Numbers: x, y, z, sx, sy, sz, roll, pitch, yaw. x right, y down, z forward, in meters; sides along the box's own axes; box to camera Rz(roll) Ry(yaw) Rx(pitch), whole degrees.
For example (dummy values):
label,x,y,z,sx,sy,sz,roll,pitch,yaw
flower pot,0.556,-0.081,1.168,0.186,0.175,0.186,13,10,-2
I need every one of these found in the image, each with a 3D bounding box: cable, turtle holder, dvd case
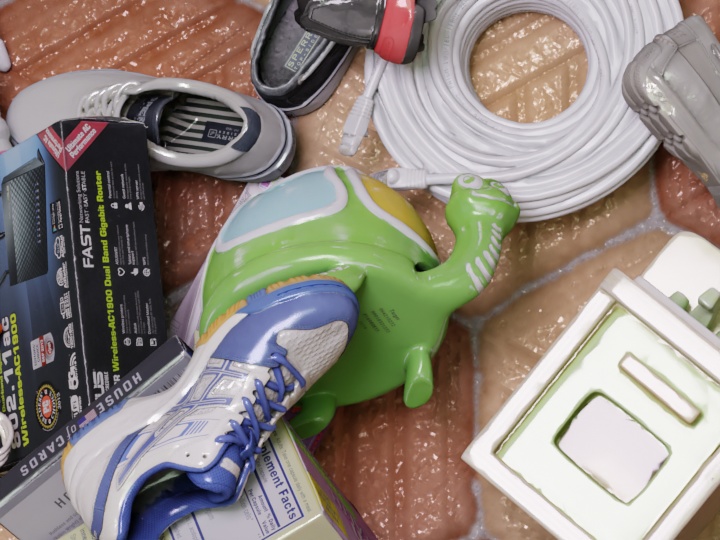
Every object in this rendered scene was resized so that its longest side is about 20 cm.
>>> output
label,x,y,z,sx,sy,sz,roll,pitch,yaw
cable,0.102,-0.127,1.740,0.200,0.069,0.200,13,82,12
turtle holder,-0.011,-0.003,1.668,0.185,0.141,0.132,-43,32,36
dvd case,-0.109,0.142,1.672,0.150,0.200,0.025,-39,41,4

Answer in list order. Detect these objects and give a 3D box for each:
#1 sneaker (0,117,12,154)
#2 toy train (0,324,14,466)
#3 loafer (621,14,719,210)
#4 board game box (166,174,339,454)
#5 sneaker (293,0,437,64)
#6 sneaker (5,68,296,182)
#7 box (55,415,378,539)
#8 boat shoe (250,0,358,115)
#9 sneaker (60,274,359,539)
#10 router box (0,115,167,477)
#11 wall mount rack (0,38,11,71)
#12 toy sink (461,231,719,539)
label,x,y,z,sx,sy,sz,roll,pitch,yaw
sneaker,-0.316,-0.109,1.802,0.200,0.081,0.088,0,87,10
toy train,-0.312,0.080,1.714,0.200,0.056,0.151,-4,73,-5
loafer,0.239,-0.063,1.679,0.070,0.070,0.200,-42,104,-10
board game box,-0.060,0.048,1.760,0.120,0.032,0.200,27,86,10
sneaker,-0.005,-0.220,1.707,0.098,0.071,0.201,5,63,-8
sneaker,-0.140,-0.098,1.768,0.200,0.071,0.073,4,75,22
box,-0.082,0.208,1.647,0.200,0.176,0.097,-31,43,5
boat shoe,-0.014,-0.195,1.772,0.074,0.068,0.200,32,87,14
sneaker,-0.072,0.088,1.571,0.200,0.075,0.088,-40,43,8
router box,-0.184,0.019,1.726,0.062,0.150,0.200,1,76,-33
wall mount rack,-0.307,-0.208,1.831,0.200,0.075,0.174,-12,74,8
toy sink,0.175,0.079,1.666,0.130,0.112,0.200,40,89,14
